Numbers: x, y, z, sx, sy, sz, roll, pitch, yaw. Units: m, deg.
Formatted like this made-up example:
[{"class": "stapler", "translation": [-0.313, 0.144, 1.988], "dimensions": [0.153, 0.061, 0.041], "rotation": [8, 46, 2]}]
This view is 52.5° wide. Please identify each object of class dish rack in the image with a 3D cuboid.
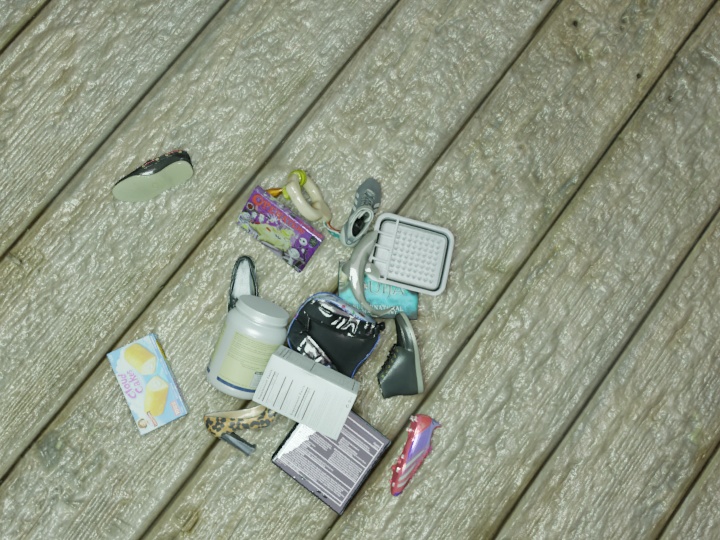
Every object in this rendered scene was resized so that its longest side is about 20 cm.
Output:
[{"class": "dish rack", "translation": [0.118, -0.035, 1.763], "dimensions": [0.197, 0.044, 0.174], "rotation": [14, 75, -3]}]

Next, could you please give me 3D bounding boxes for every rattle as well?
[{"class": "rattle", "translation": [-0.141, -0.131, 1.765], "dimensions": [0.142, 0.131, 0.200], "rotation": [-35, 119, 8]}]

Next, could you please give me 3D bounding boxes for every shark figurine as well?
[{"class": "shark figurine", "translation": [-0.008, 0.021, 1.679], "dimensions": [0.127, 0.089, 0.217], "rotation": [-21, 67, 29]}]

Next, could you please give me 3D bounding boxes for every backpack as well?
[{"class": "backpack", "translation": [-0.068, 0.145, 1.682], "dimensions": [0.190, 0.154, 0.201], "rotation": [35, 95, -10]}]

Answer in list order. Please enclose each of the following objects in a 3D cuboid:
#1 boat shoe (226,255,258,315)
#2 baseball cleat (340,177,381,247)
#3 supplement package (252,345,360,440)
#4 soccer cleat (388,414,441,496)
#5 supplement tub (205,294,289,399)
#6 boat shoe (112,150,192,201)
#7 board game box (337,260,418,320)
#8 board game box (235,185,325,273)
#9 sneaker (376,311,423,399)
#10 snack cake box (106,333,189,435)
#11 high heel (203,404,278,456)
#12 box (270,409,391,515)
[{"class": "boat shoe", "translation": [-0.276, 0.062, 1.722], "dimensions": [0.073, 0.066, 0.202], "rotation": [8, 83, -6]}, {"class": "baseball cleat", "translation": [0.016, -0.147, 1.738], "dimensions": [0.069, 0.106, 0.202], "rotation": [26, 65, -14]}, {"class": "supplement package", "translation": [-0.113, 0.259, 1.567], "dimensions": [0.198, 0.114, 0.111], "rotation": [25, 96, 2]}, {"class": "soccer cleat", "translation": [0.127, 0.440, 1.726], "dimensions": [0.076, 0.067, 0.202], "rotation": [22, 79, -8]}, {"class": "supplement tub", "translation": [-0.252, 0.172, 1.649], "dimensions": [0.144, 0.145, 0.202], "rotation": [23, 100, -3]}, {"class": "boat shoe", "translation": [-0.494, -0.223, 1.737], "dimensions": [0.199, 0.074, 0.063], "rotation": [-22, 47, 2]}, {"class": "board game box", "translation": [0.043, 0.049, 1.778], "dimensions": [0.197, 0.028, 0.137], "rotation": [2, 83, -6]}, {"class": "board game box", "translation": [-0.192, -0.096, 1.732], "dimensions": [0.199, 0.032, 0.120], "rotation": [37, 123, 0]}, {"class": "sneaker", "translation": [0.083, 0.205, 1.733], "dimensions": [0.105, 0.075, 0.203], "rotation": [-11, 93, -7]}, {"class": "snack cake box", "translation": [-0.486, 0.260, 1.676], "dimensions": [0.114, 0.067, 0.202], "rotation": [-25, 86, -9]}, {"class": "high heel", "translation": [-0.263, 0.314, 1.689], "dimensions": [0.142, 0.071, 0.201], "rotation": [34, 90, -8]}, {"class": "box", "translation": [-0.068, 0.410, 1.675], "dimensions": [0.199, 0.123, 0.199], "rotation": [38, 81, 0]}]
